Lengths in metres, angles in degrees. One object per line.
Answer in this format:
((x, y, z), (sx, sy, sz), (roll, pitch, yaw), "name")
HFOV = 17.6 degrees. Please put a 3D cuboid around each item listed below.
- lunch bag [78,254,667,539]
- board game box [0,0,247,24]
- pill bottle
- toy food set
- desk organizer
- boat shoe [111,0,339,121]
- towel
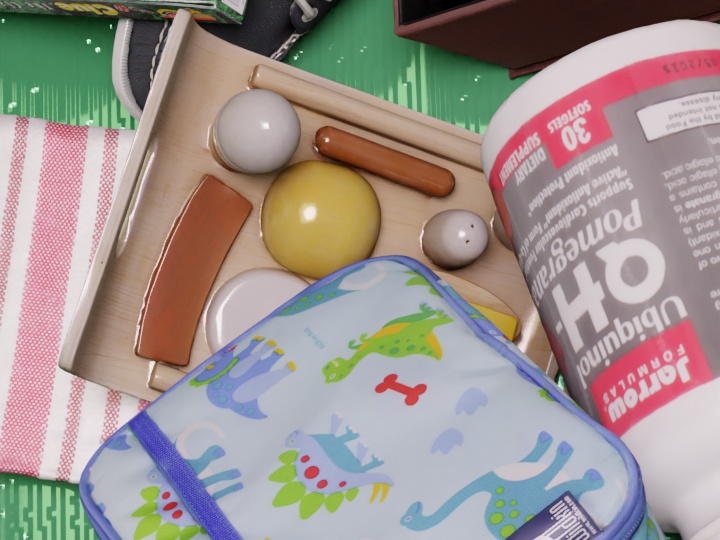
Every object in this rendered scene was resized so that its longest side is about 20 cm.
((0.002, 0.091, 0.775), (0.161, 0.083, 0.200), (-35, 37, -6), "lunch bag")
((-0.120, -0.155, 0.941), (0.199, 0.023, 0.105), (8, 76, 33), "board game box")
((0.123, 0.023, 0.815), (0.110, 0.111, 0.201), (-21, 66, 3), "pill bottle")
((0.000, 0.000, 0.891), (0.199, 0.060, 0.144), (19, 82, -11), "toy food set")
((0.108, -0.133, 0.867), (0.200, 0.077, 0.072), (-12, 75, 41), "desk organizer")
((-0.025, -0.139, 0.932), (0.060, 0.076, 0.200), (27, 84, 51), "boat shoe")
((-0.098, 0.016, 0.945), (0.199, 0.030, 0.147), (7, 81, 6), "towel")
